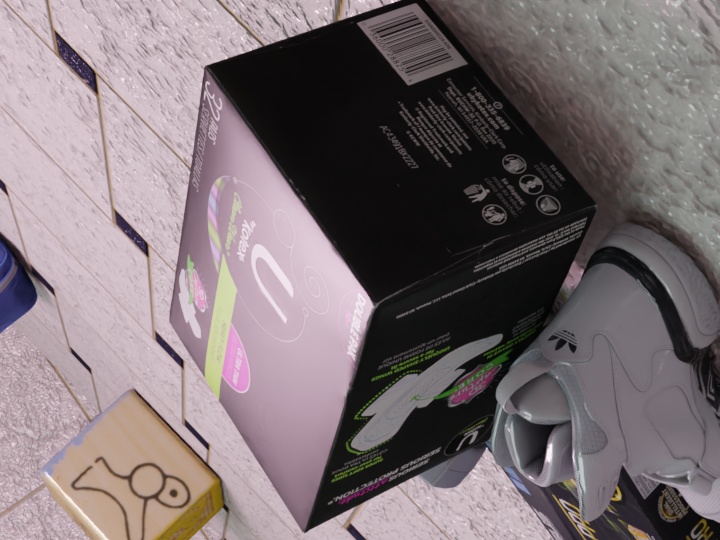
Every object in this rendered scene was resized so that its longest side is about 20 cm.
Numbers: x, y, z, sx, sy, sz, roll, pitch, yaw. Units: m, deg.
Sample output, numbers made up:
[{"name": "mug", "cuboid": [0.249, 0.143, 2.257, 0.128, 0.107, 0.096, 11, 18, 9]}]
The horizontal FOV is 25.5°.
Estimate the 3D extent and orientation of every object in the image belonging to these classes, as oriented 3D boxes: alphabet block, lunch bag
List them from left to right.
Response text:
[{"name": "lunch bag", "cuboid": [-0.588, -0.006, 2.349, 0.200, 0.136, 0.133, 38, 161, 33]}, {"name": "alphabet block", "cuboid": [-0.344, 0.333, 2.421, 0.200, 0.195, 0.197, 45, 165, 13]}]

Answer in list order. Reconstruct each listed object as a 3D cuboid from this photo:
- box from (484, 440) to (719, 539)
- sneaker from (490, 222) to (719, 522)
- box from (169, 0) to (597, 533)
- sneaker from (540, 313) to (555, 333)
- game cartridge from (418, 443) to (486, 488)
[{"name": "box", "cuboid": [0.147, 0.129, 0.951, 0.161, 0.049, 0.200, 26, 156, 54]}, {"name": "sneaker", "cuboid": [0.129, 0.080, 0.770, 0.075, 0.115, 0.200, 30, 157, 46]}, {"name": "box", "cuboid": [0.000, 0.000, 0.766, 0.149, 0.124, 0.201, 54, 150, 26]}, {"name": "sneaker", "cuboid": [0.030, -0.003, 0.911, 0.199, 0.074, 0.080, 27, 117, 22]}, {"name": "game cartridge", "cuboid": [0.024, 0.089, 1.071, 0.133, 0.041, 0.200, 41, -176, 1]}]
